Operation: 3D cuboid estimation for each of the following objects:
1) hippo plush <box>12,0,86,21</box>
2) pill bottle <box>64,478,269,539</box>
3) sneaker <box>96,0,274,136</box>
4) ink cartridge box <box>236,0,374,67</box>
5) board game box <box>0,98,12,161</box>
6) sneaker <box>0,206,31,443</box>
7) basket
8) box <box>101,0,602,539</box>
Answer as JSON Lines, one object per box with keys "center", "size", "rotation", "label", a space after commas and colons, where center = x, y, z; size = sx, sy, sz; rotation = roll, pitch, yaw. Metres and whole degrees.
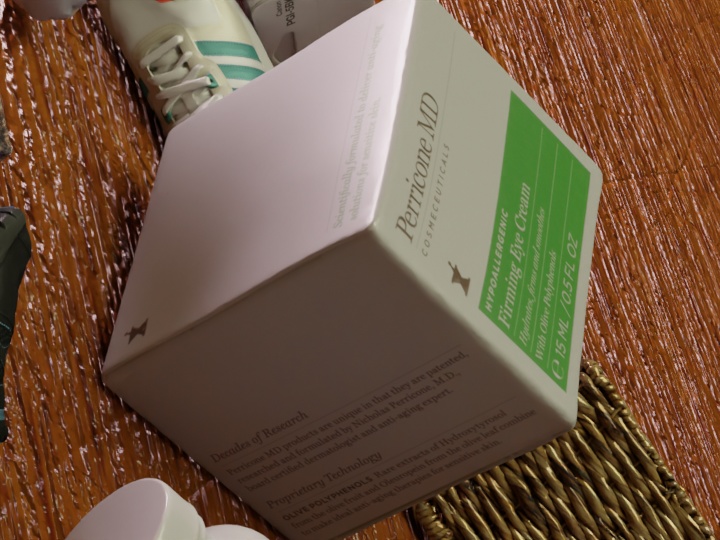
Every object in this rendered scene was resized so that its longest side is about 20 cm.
{"center": [-0.213, -0.220, 1.476], "size": [0.160, 0.160, 0.200], "rotation": [7, 30, -21], "label": "hippo plush"}
{"center": [-0.051, 0.189, 1.255], "size": [0.200, 0.109, 0.109], "rotation": [45, 26, -24], "label": "pill bottle"}
{"center": [-0.087, -0.099, 1.597], "size": [0.200, 0.070, 0.093], "rotation": [54, 18, -12], "label": "sneaker"}
{"center": [-0.062, -0.226, 1.717], "size": [0.147, 0.082, 0.201], "rotation": [87, -19, -66], "label": "ink cartridge box"}
{"center": [-0.265, -0.134, 1.270], "size": [0.159, 0.097, 0.201], "rotation": [29, 35, -46], "label": "board game box"}
{"center": [-0.193, 0.041, 1.242], "size": [0.082, 0.073, 0.200], "rotation": [64, 25, -24], "label": "sneaker"}
{"center": [0.123, 0.172, 1.669], "size": [0.200, 0.149, 0.143], "rotation": [55, -9, -4], "label": "basket"}
{"center": [0.000, 0.000, 1.452], "size": [0.171, 0.199, 0.200], "rotation": [42, 38, -27], "label": "box"}
